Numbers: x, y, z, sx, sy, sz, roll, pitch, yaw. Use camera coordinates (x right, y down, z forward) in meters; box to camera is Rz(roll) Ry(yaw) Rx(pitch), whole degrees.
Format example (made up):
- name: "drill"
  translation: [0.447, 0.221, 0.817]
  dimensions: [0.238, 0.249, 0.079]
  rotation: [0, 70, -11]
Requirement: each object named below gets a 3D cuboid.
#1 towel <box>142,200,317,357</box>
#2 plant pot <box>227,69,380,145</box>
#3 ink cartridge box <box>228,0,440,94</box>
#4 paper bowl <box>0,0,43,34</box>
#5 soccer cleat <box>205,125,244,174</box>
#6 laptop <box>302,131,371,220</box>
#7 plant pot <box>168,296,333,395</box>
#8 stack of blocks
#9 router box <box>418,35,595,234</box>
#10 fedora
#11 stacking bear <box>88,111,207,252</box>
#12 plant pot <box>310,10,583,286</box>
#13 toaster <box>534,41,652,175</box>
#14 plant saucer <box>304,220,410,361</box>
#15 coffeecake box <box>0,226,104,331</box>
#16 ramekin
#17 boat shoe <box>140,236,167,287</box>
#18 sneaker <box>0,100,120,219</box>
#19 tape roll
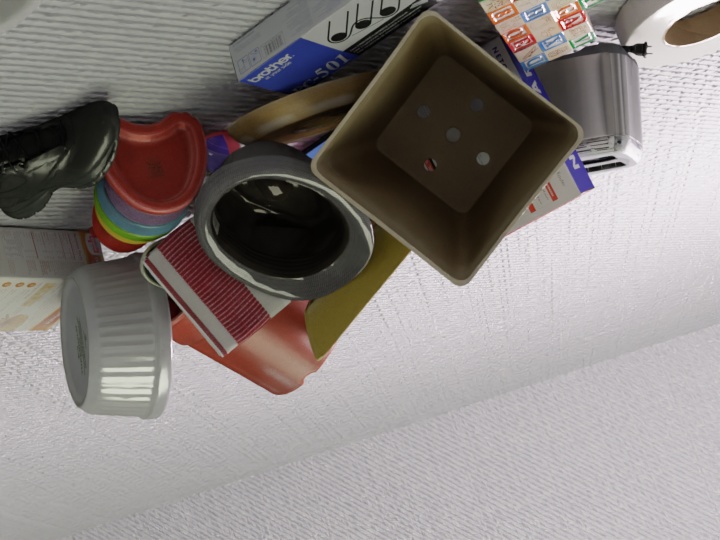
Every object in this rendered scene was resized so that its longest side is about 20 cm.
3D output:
- name: "towel"
  translation: [-0.126, -0.018, 1.566]
  dimensions: [0.200, 0.144, 0.023]
  rotation: [-41, 180, -21]
- name: "plant pot"
  translation: [-0.047, -0.171, 1.526]
  dimensions: [0.199, 0.028, 0.200]
  rotation: [-18, 178, -1]
- name: "ink cartridge box"
  translation: [-0.027, -0.243, 1.384]
  dimensions: [0.200, 0.044, 0.094]
  rotation: [-29, 158, 34]
- name: "paper bowl"
  translation: [-0.324, -0.244, 1.001]
  dimensions: [0.200, 0.105, 0.201]
  rotation: [-15, 162, -5]
- name: "soccer cleat"
  translation: [-0.134, -0.108, 1.635]
  dimensions: [0.066, 0.077, 0.200]
  rotation: [-21, 162, 11]
- name: "laptop"
  translation: [0.022, -0.104, 1.746]
  dimensions: [0.177, 0.200, 0.103]
  rotation: [-30, -163, 37]
- name: "plant pot"
  translation: [-0.137, 0.044, 1.761]
  dimensions: [0.195, 0.201, 0.200]
  rotation: [37, 133, -24]
- name: "stack of blocks"
  translation: [0.190, -0.285, 1.441]
  dimensions: [0.115, 0.059, 0.200]
  rotation: [-22, 162, 14]
- name: "router box"
  translation: [0.141, -0.138, 1.598]
  dimensions: [0.179, 0.201, 0.049]
  rotation: [-28, 178, 31]
- name: "fedora"
  translation: [-0.084, -0.067, 1.515]
  dimensions: [0.200, 0.091, 0.177]
  rotation: [30, 125, -28]
- name: "stacking bear"
  translation: [-0.250, -0.081, 1.568]
  dimensions: [0.121, 0.114, 0.200]
  rotation: [-9, 165, -25]
- name: "plant pot"
  translation: [0.093, -0.133, 1.465]
  dimensions: [0.200, 0.199, 0.177]
  rotation: [-52, -179, 11]
- name: "toaster"
  translation: [0.251, -0.182, 1.634]
  dimensions: [0.199, 0.130, 0.114]
  rotation: [-9, 169, 25]
- name: "plant saucer"
  translation: [0.000, 0.000, 1.620]
  dimensions: [0.200, 0.048, 0.200]
  rotation: [-50, -176, 5]
- name: "coffeecake box"
  translation: [-0.435, 0.013, 1.716]
  dimensions: [0.199, 0.073, 0.153]
  rotation: [2, 152, -47]
- name: "ramekin"
  translation: [-0.292, 0.080, 1.656]
  dimensions: [0.094, 0.203, 0.202]
  rotation: [-4, 158, -24]
- name: "boat shoe"
  translation: [-0.150, 0.004, 1.600]
  dimensions: [0.199, 0.075, 0.066]
  rotation: [13, -171, -32]
- name: "sneaker"
  translation: [-0.329, -0.116, 1.443]
  dimensions: [0.200, 0.076, 0.091]
  rotation: [-30, 150, 27]
- name: "tape roll"
  translation: [0.394, -0.302, 1.622]
  dimensions: [0.202, 0.037, 0.203]
  rotation: [-15, 162, -5]
